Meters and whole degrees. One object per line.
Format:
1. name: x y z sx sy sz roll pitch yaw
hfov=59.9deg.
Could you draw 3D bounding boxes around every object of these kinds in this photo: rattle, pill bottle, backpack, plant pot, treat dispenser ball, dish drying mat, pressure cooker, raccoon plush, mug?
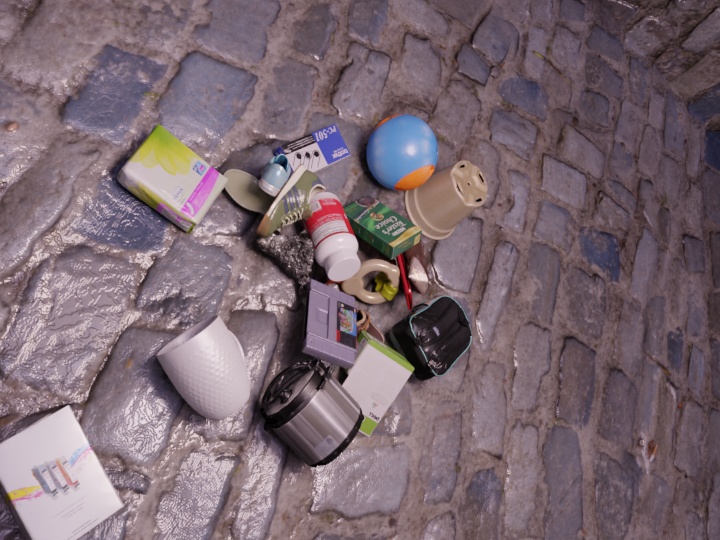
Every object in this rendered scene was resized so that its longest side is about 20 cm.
1. rattle: 0.000 0.000 1.605 0.194 0.132 0.145 1 51 -2
2. pill bottle: -0.071 -0.081 1.510 0.110 0.113 0.203 0 52 -34
3. backpack: 0.185 0.167 1.613 0.198 0.153 0.178 -34 94 -32
4. plant pot: 0.255 -0.214 1.773 0.196 0.182 0.206 12 67 -30
5. treat dispenser ball: 0.113 -0.320 1.701 0.197 0.200 0.206 12 67 -30
6. dish drying mat: 0.108 -0.002 1.612 0.018 0.078 0.203 -12 53 1
7. pressure cooker: -0.110 0.296 1.352 0.200 0.178 0.177 47 57 -12
8. raccoon plush: -0.179 -0.014 1.470 0.131 0.096 0.205 -7 78 -27
9. mug: -0.300 0.197 1.292 0.178 0.145 0.200 61 22 -11

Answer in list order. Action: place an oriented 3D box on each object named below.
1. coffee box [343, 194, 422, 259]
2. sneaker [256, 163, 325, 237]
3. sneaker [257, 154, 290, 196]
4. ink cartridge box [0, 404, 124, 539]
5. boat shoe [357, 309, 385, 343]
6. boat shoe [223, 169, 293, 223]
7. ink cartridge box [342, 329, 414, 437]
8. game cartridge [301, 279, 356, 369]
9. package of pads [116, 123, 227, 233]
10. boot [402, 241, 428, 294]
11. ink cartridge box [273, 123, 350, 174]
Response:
1. coffee box: 0.050 -0.117 1.618 0.122 0.045 0.199 -29 53 -37
2. sneaker: -0.152 -0.145 1.437 0.089 0.067 0.203 32 69 -4
3. sneaker: -0.191 -0.236 1.478 0.073 0.083 0.201 32 15 -17
4. ink cartridge box: -0.527 0.359 1.065 0.143 0.145 0.203 -28 90 -37
5. boat shoe: -0.009 0.132 1.542 0.199 0.072 0.073 39 57 -17
6. boat shoe: -0.238 -0.176 1.495 0.196 0.066 0.076 25 94 -8
7. ink cartridge box: 0.013 0.274 1.516 0.146 0.076 0.202 34 92 -22
8. game cartridge: -0.067 0.119 1.418 0.127 0.039 0.203 20 41 -19
9. package of pads: -0.415 -0.199 1.382 0.199 0.068 0.157 38 55 -17
10. boot: 0.138 -0.033 1.633 0.200 0.063 0.190 -6 75 -80
11. ink cartridge box: -0.124 -0.305 1.631 0.198 0.044 0.096 -31 94 -38
